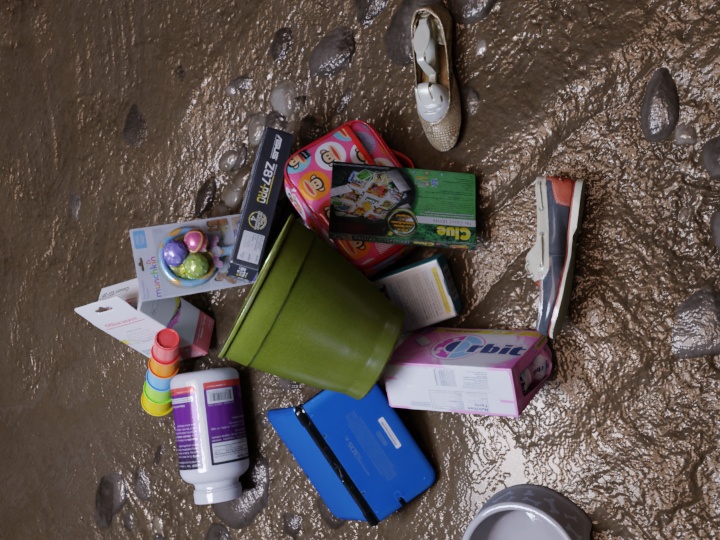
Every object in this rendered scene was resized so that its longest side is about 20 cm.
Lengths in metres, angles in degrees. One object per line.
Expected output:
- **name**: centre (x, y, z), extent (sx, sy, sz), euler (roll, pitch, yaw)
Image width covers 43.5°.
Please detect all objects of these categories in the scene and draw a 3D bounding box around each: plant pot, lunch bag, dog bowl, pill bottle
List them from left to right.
- **pill bottle**: centre (-0.237, 0.260, 1.430), extent (0.111, 0.112, 0.204), euler (-11, 83, 33)
- **plant pot**: centre (-0.052, 0.064, 1.153), extent (0.191, 0.201, 0.202), euler (28, 108, -6)
- **lunch bag**: centre (0.005, -0.101, 1.254), extent (0.174, 0.082, 0.201), euler (-31, 76, -16)
- **dog bowl**: centre (0.213, 0.381, 1.152), extent (0.197, 0.058, 0.205), euler (-1, 89, 34)

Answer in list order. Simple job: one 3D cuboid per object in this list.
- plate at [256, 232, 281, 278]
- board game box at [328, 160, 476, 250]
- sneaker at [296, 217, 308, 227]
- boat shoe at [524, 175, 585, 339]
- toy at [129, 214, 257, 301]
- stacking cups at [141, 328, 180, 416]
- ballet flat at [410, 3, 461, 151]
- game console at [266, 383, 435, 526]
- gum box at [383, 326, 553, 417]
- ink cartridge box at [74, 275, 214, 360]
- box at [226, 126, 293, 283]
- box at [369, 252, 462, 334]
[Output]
- **plate**: centre (-0.146, 0.042, 1.339), extent (0.025, 0.200, 0.204), euler (11, 98, -8)
- **board game box**: centre (0.056, -0.086, 1.199), extent (0.196, 0.024, 0.107), euler (5, 68, -5)
- **sneaker**: centre (-0.092, 0.002, 1.333), extent (0.080, 0.075, 0.203), euler (-9, 53, 42)
- **boat shoe**: centre (0.237, -0.018, 1.128), extent (0.061, 0.071, 0.204), euler (8, 88, 19)
- **toy**: centre (-0.249, -0.028, 1.399), extent (0.047, 0.196, 0.117), euler (136, 123, -65)
- **stacking cups**: centre (-0.319, 0.160, 1.468), extent (0.061, 0.060, 0.201), euler (51, 144, 24)
- **ballet flat**: centre (0.096, -0.266, 1.236), extent (0.069, 0.065, 0.204), euler (-10, 84, 33)
- **game console**: centre (-0.016, 0.249, 1.289), extent (0.169, 0.118, 0.202), euler (-34, 100, 0)
- **gum box**: centre (0.140, 0.127, 1.162), extent (0.197, 0.113, 0.067), euler (-1, 111, 35)
- **ink cartridge box**: centre (-0.345, 0.073, 1.451), extent (0.115, 0.200, 0.069), euler (-14, 53, 32)
- **box**: centre (-0.151, -0.091, 1.330), extent (0.161, 0.048, 0.204), euler (150, 134, -75)
- **box**: centre (0.034, 0.049, 1.247), extent (0.197, 0.049, 0.084), euler (-19, 95, 19)
